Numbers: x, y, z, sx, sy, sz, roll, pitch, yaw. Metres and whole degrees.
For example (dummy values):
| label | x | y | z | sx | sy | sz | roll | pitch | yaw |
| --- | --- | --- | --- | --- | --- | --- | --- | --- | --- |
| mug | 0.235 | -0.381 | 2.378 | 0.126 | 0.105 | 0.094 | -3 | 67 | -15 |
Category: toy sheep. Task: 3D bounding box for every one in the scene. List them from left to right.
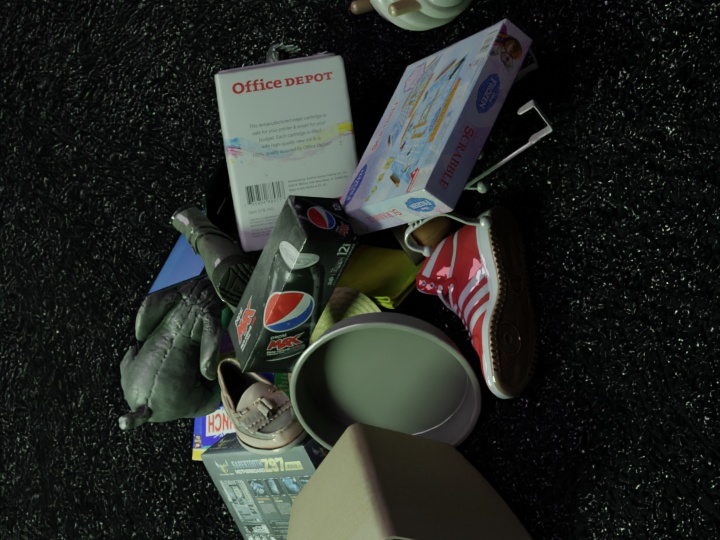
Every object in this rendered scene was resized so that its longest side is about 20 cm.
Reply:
| label | x | y | z | sx | sy | sz | roll | pitch | yaw |
| --- | --- | --- | --- | --- | --- | --- | --- | --- | --- |
| toy sheep | 0.065 | -0.326 | 1.413 | 0.200 | 0.137 | 0.139 | 30 | 106 | 57 |

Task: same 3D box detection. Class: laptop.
| label | x | y | z | sx | sy | sz | roll | pitch | yaw |
| --- | --- | --- | --- | --- | --- | --- | --- | --- | --- |
| laptop | -0.211 | -0.083 | 1.670 | 0.178 | 0.102 | 0.201 | -69 | -13 | -46 |

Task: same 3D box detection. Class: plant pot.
| label | x | y | z | sx | sy | sz | roll | pitch | yaw |
| --- | --- | --- | --- | --- | --- | --- | --- | --- | --- |
| plant pot | 0.033 | 0.272 | 1.283 | 0.201 | 0.198 | 0.178 | -56 | 35 | 28 |

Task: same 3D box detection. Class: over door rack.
| label | x | y | z | sx | sy | sz | roll | pitch | yaw |
| --- | --- | --- | --- | --- | --- | --- | --- | --- | --- |
| over door rack | 0.123 | -0.118 | 1.308 | 0.200 | 0.066 | 0.148 | -45 | 24 | 27 |

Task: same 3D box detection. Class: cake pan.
| label | x | y | z | sx | sy | sz | roll | pitch | yaw |
| --- | --- | --- | --- | --- | --- | --- | --- | --- | --- |
| cake pan | 0.027 | 0.121 | 1.330 | 0.200 | 0.199 | 0.037 | -49 | 19 | 34 |

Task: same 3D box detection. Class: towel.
| label | x | y | z | sx | sy | sz | roll | pitch | yaw |
| --- | --- | --- | --- | --- | --- | --- | --- | --- | --- |
| towel | 0.000 | 0.000 | 1.480 | 0.086 | 0.018 | 0.199 | -48 | 31 | -23 |

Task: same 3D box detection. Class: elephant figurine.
| label | x | y | z | sx | sy | sz | roll | pitch | yaw |
| --- | --- | --- | --- | --- | --- | --- | --- | --- | --- |
| elephant figurine | -0.214 | 0.073 | 1.551 | 0.155 | 0.140 | 0.202 | 52 | 126 | 50 |

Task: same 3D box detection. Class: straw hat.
| label | x | y | z | sx | sy | sz | roll | pitch | yaw |
| --- | --- | --- | --- | --- | --- | --- | --- | --- | --- |
| straw hat | -0.032 | 0.123 | 1.426 | 0.200 | 0.084 | 0.203 | 24 | 121 | 48 |

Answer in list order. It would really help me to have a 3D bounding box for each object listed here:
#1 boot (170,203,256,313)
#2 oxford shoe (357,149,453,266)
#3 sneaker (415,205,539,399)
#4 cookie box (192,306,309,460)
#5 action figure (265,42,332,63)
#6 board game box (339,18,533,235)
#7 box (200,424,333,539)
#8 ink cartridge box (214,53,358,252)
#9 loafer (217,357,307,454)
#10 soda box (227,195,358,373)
| label | x | y | z | sx | sy | sz | roll | pitch | yaw |
| --- | --- | --- | --- | --- | --- | --- | --- | --- | --- |
| boot | -0.138 | 0.007 | 1.478 | 0.068 | 0.200 | 0.131 | -38 | 52 | -4 |
| oxford shoe | 0.049 | -0.084 | 1.450 | 0.071 | 0.071 | 0.200 | -35 | 43 | 2 |
| sneaker | 0.116 | 0.044 | 1.313 | 0.112 | 0.071 | 0.202 | -26 | 55 | 42 |
| cookie box | -0.132 | 0.140 | 1.608 | 0.170 | 0.075 | 0.203 | -8 | 76 | 49 |
| action figure | -0.082 | -0.182 | 1.588 | 0.102 | 0.118 | 0.202 | -24 | 58 | 54 |
| board game box | 0.070 | -0.140 | 1.306 | 0.199 | 0.041 | 0.201 | -10 | 50 | 63 |
| box | -0.078 | 0.258 | 1.462 | 0.199 | 0.051 | 0.159 | -14 | 108 | 47 |
| ink cartridge box | -0.082 | -0.139 | 1.469 | 0.145 | 0.144 | 0.202 | -127 | 29 | -78 |
| loafer | -0.120 | 0.149 | 1.441 | 0.063 | 0.071 | 0.200 | 65 | 164 | -18 |
| soda box | -0.074 | 0.018 | 1.359 | 0.201 | 0.063 | 0.071 | -63 | 37 | 36 |
